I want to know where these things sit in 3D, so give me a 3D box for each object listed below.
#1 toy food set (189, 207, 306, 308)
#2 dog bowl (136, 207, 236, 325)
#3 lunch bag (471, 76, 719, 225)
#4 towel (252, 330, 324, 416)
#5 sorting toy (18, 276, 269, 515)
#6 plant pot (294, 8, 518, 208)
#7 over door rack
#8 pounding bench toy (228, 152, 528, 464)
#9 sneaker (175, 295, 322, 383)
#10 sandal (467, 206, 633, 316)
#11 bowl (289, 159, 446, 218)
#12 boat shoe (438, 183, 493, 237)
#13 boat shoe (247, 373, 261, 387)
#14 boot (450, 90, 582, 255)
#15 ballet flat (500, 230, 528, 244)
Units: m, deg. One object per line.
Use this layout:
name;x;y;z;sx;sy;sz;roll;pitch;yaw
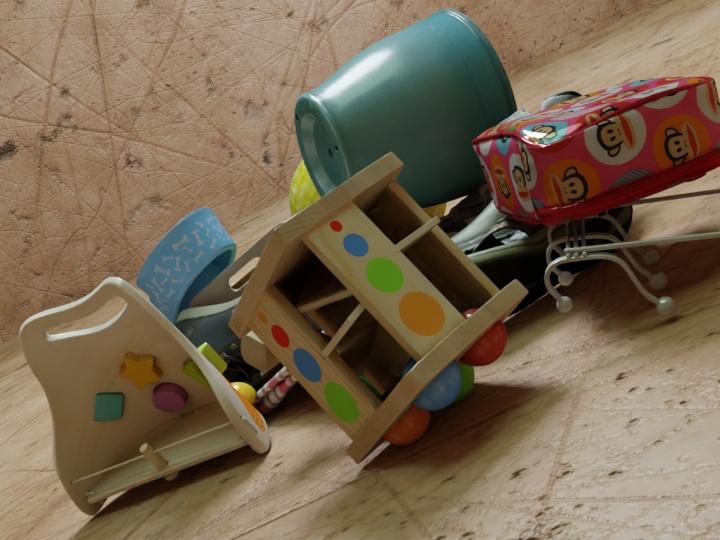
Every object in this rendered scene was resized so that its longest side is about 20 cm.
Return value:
toy food set;-0.088;-0.015;1.175;0.143;0.061;0.200;-39;-6;20
dog bowl;-0.187;0.016;1.178;0.111;0.049;0.200;-45;-10;-32
lunch bag;0.190;-0.100;0.844;0.174;0.083;0.200;-22;10;-5
towel;-0.019;0.062;0.992;0.146;0.030;0.200;-39;-3;-40
sorting toy;-0.197;0.093;0.946;0.198;0.181;0.107;-23;28;23
plant pot;0.039;-0.149;1.162;0.186;0.202;0.200;-23;8;-18
over door rack;0.233;-0.026;0.791;0.198;0.067;0.148;-19;11;15
pounding bench toy;0.003;0.053;0.796;0.124;0.156;0.200;-36;-14;-37
sneaker;-0.112;0.087;1.040;0.199;0.075;0.107;-14;52;43
sandal;0.140;-0.017;0.925;0.199;0.080;0.057;-24;51;-22
bowl;0.022;-0.066;1.305;0.198;0.201;0.108;-27;42;3
boat shoe;0.137;-0.057;1.143;0.073;0.066;0.199;7;-10;-43
boat shoe;-0.201;0.127;1.170;0.200;0.061;0.072;-24;11;19
boot;0.145;-0.078;1.055;0.199;0.068;0.132;-29;54;15
ballet flat;0.149;-0.005;0.987;0.198;0.067;0.057;-27;53;6
